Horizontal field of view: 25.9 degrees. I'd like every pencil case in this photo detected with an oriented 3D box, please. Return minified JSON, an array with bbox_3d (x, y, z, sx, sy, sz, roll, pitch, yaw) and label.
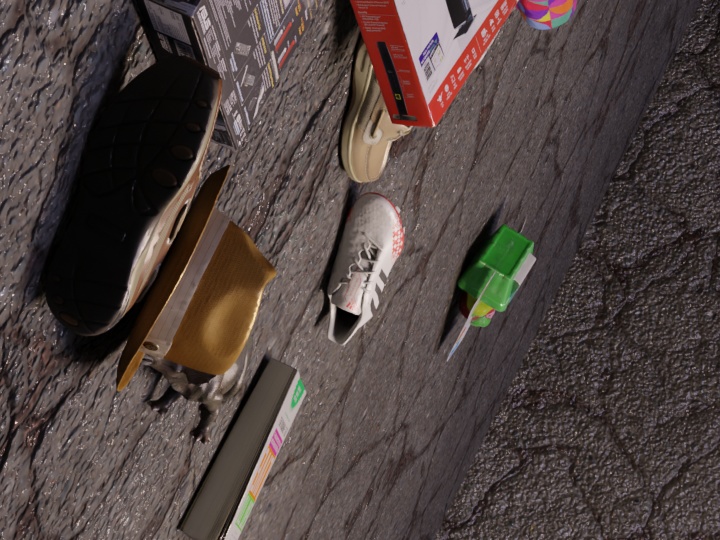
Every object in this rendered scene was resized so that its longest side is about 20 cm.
[{"bbox_3d":[0.225,-0.369,1.948,0.089,0.088,0.200,-64,164,-6],"label":"pencil case"}]

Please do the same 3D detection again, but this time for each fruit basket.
[{"bbox_3d":[0.212,0.034,2.534,0.186,0.093,0.201,-53,164,-44],"label":"fruit basket"}]

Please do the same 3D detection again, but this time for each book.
[{"bbox_3d":[-0.119,0.204,1.674,0.134,0.048,0.202,78,36,-74],"label":"book"}]

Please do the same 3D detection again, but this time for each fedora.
[{"bbox_3d":[-0.116,0.019,1.186,0.202,0.081,0.201,-63,-174,11],"label":"fedora"}]

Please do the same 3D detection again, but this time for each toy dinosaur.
[{"bbox_3d":[-0.126,0.083,1.371,0.103,0.077,0.200,-57,166,21],"label":"toy dinosaur"}]

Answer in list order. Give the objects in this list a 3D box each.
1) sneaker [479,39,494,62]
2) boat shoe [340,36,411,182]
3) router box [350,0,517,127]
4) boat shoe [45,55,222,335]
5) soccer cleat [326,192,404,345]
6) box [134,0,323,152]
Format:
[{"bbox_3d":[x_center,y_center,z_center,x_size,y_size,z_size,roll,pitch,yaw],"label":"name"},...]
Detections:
[{"bbox_3d":[0.130,-0.292,1.764,0.201,0.077,0.086,-55,176,-15],"label":"sneaker"},{"bbox_3d":[0.026,-0.160,1.566,0.072,0.064,0.201,-54,161,-41],"label":"boat shoe"},{"bbox_3d":[0.067,-0.265,1.445,0.201,0.048,0.181,-57,140,-36],"label":"router box"},{"bbox_3d":[-0.152,-0.052,1.071,0.202,0.075,0.074,-61,169,13],"label":"boat shoe"},{"bbox_3d":[0.000,0.000,1.732,0.201,0.068,0.086,106,11,-46],"label":"soccer cleat"},{"bbox_3d":[-0.085,-0.200,1.111,0.159,0.049,0.200,-63,166,-17],"label":"box"}]
